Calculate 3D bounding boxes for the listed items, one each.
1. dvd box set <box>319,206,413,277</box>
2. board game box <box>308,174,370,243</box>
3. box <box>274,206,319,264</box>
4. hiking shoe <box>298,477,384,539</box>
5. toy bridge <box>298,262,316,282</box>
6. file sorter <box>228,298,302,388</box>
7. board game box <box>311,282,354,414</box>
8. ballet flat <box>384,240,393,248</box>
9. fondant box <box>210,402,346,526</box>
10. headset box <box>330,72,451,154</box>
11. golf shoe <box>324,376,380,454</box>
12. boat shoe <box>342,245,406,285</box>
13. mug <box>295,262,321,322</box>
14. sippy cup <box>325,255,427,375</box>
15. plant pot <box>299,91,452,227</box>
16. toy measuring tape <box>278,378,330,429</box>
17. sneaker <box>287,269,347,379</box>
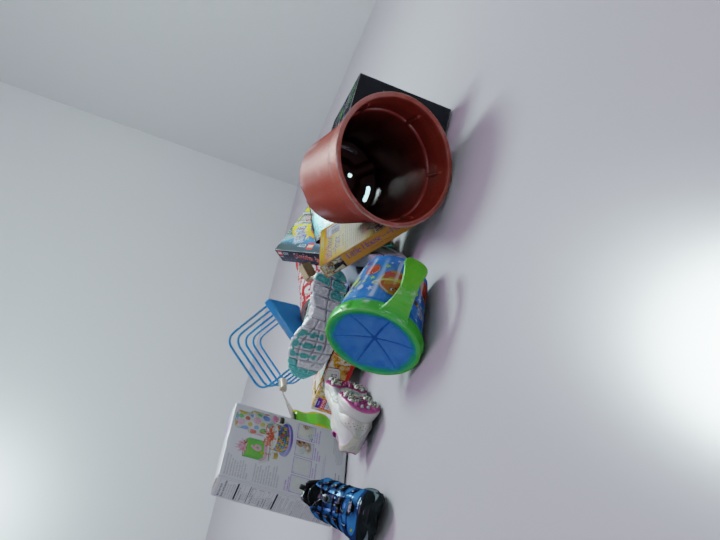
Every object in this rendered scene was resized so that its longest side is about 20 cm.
[{"bbox_3d":[0.019,-0.078,1.303,0.199,0.029,0.147,-31,24,13],"label":"dvd box set"},{"bbox_3d":[-0.032,-0.156,1.532,0.200,0.028,0.136,-33,59,39],"label":"board game box"},{"bbox_3d":[-0.072,-0.075,1.632,0.199,0.038,0.137,6,52,42],"label":"box"},{"bbox_3d":[-0.029,0.319,1.026,0.200,0.086,0.075,139,148,-70],"label":"hiking shoe"},{"bbox_3d":[-0.043,-0.029,1.502,0.200,0.068,0.027,-38,-14,37],"label":"toy bridge"},{"bbox_3d":[-0.162,0.154,1.556,0.122,0.139,0.200,-37,-12,6],"label":"file sorter"},{"bbox_3d":[-0.035,0.133,1.383,0.152,0.046,0.201,-94,25,-64],"label":"board game box"},{"bbox_3d":[0.000,0.000,1.450,0.065,0.070,0.200,54,127,31],"label":"ballet flat"},{"bbox_3d":[-0.125,0.309,1.228,0.145,0.199,0.058,-84,16,-51],"label":"fondant box"},{"bbox_3d":[0.045,-0.240,1.356,0.200,0.173,0.093,138,150,-67],"label":"headset box"},{"bbox_3d":[-0.026,0.225,1.214,0.200,0.075,0.092,-152,77,-80],"label":"golf shoe"},{"bbox_3d":[0.020,-0.010,1.331,0.200,0.065,0.074,20,124,64],"label":"boat shoe"},{"bbox_3d":[-0.068,0.018,1.630,0.200,0.133,0.178,-95,23,-57],"label":"mug"},{"bbox_3d":[0.034,0.054,1.071,0.177,0.140,0.131,-12,37,32],"label":"sippy cup"},{"bbox_3d":[0.007,-0.157,1.211,0.195,0.200,0.202,-7,64,61],"label":"plant pot"},{"bbox_3d":[-0.091,0.264,1.378,0.074,0.073,0.201,-85,-14,-52],"label":"toy measuring tape"},{"bbox_3d":[-0.069,0.094,1.350,0.091,0.077,0.201,18,-86,-86],"label":"sneaker"}]
